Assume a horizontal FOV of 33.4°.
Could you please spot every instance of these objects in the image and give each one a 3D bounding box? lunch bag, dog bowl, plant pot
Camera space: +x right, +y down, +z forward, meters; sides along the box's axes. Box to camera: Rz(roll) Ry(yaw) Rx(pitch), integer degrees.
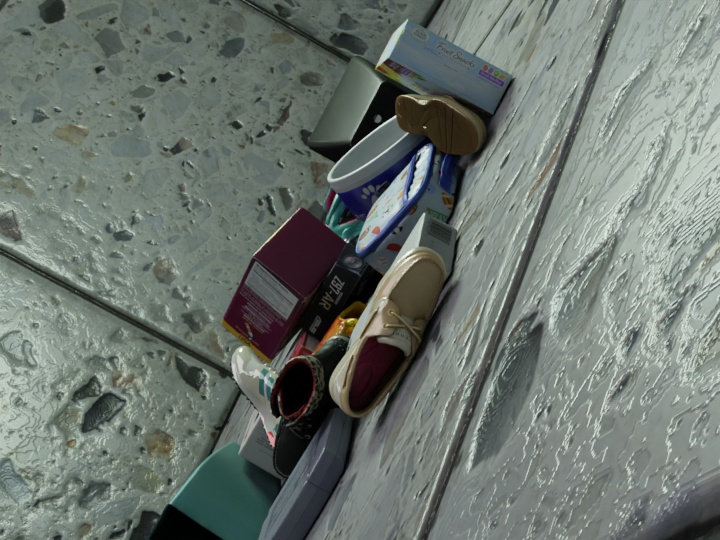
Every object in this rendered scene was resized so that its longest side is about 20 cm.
[{"bbox_3d":[0.070,-0.088,1.638,0.160,0.075,0.200,-49,12,26],"label":"lunch bag"},{"bbox_3d":[0.050,-0.166,1.820,0.199,0.079,0.200,-34,15,11],"label":"dog bowl"},{"bbox_3d":[-0.201,0.354,1.724,0.142,0.141,0.200,-58,0,32],"label":"plant pot"},{"bbox_3d":[0.044,-0.265,2.233,0.201,0.198,0.177,-61,16,3],"label":"plant pot"}]

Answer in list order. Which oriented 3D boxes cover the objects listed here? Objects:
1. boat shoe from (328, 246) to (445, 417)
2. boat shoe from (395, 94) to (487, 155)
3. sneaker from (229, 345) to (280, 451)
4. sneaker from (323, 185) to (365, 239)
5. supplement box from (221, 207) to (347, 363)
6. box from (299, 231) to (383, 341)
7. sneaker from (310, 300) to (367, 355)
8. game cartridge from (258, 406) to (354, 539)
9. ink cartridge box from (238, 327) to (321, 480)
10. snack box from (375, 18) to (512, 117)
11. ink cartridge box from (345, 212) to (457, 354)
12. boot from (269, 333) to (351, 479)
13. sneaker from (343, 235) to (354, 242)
[{"bbox_3d":[0.036,0.072,1.288,0.201,0.073,0.069,-62,17,9],"label":"boat shoe"},{"bbox_3d":[0.121,-0.210,1.650,0.200,0.064,0.072,36,132,54],"label":"boat shoe"},{"bbox_3d":[-0.103,0.168,1.648,0.093,0.070,0.200,-41,55,12],"label":"sneaker"},{"bbox_3d":[0.003,-0.101,1.944,0.200,0.120,0.084,-46,-12,-43],"label":"sneaker"},{"bbox_3d":[-0.113,0.025,1.784,0.131,0.103,0.200,-47,-6,-38],"label":"supplement box"},{"bbox_3d":[0.000,0.000,1.772,0.161,0.043,0.200,-58,-9,28],"label":"box"},{"bbox_3d":[-0.029,0.107,1.637,0.201,0.072,0.077,-71,7,-56],"label":"sneaker"},{"bbox_3d":[-0.068,0.267,1.427,0.201,0.040,0.134,-60,3,24],"label":"game cartridge"},{"bbox_3d":[-0.093,0.186,1.776,0.201,0.083,0.144,-61,5,16],"label":"ink cartridge box"},{"bbox_3d":[0.115,-0.284,1.721,0.068,0.168,0.200,-62,7,3],"label":"snack box"},{"bbox_3d":[0.044,0.041,1.421,0.201,0.050,0.109,-60,6,28],"label":"ink cartridge box"},{"bbox_3d":[-0.079,0.179,1.483,0.205,0.073,0.154,-65,-15,12],"label":"boot"},{"bbox_3d":[-0.067,-0.005,1.869,0.070,0.082,0.200,-58,4,-39],"label":"sneaker"}]
